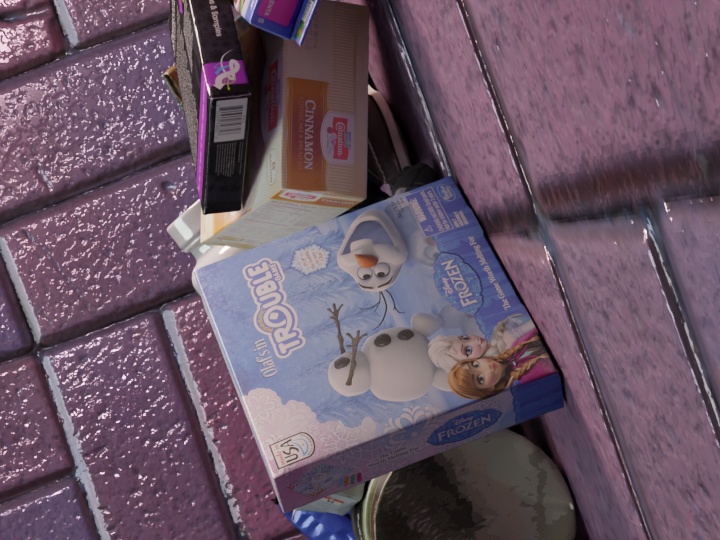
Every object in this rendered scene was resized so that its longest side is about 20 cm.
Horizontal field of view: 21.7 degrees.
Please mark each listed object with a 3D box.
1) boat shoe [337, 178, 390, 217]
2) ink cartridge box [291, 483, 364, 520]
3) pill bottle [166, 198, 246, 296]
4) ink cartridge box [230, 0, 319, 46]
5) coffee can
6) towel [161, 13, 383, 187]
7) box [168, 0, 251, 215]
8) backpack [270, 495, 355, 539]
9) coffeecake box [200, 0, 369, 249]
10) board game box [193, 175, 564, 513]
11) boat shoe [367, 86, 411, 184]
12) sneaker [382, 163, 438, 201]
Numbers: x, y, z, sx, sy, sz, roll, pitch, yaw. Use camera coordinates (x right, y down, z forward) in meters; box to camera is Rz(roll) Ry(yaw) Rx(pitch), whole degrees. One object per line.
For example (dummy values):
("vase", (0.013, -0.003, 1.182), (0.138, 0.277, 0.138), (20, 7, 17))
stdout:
("boat shoe", (0.000, 0.000, 1.579), (0.090, 0.071, 0.201), (31, 150, 10))
("ink cartridge box", (-0.014, 0.119, 1.516), (0.200, 0.050, 0.164), (104, 178, -74))
("pill bottle", (-0.087, 0.013, 1.747), (0.200, 0.111, 0.111), (50, 175, -2))
("ink cartridge box", (-0.054, -0.238, 1.367), (0.120, 0.042, 0.200), (-67, 19, 11))
("coffee can", (0.072, 0.185, 1.413), (0.200, 0.145, 0.147), (146, 103, -84))
("towel", (-0.072, -0.122, 1.628), (0.022, 0.147, 0.201), (-15, 112, 52))
("box", (-0.119, -0.166, 1.444), (0.143, 0.036, 0.201), (101, 159, -56))
("backpack", (0.009, 0.178, 1.738), (0.163, 0.168, 0.200), (45, -176, 7))
("coffeecake box", (-0.063, -0.112, 1.487), (0.200, 0.072, 0.155), (153, 120, -65))
("board game box", (0.008, 0.044, 1.265), (0.044, 0.198, 0.201), (75, 171, -47))
("boat shoe", (-0.007, -0.120, 1.540), (0.200, 0.059, 0.072), (-118, 11, -56))
("sneaker", (0.050, 0.024, 1.389), (0.066, 0.090, 0.202), (19, -99, -73))
